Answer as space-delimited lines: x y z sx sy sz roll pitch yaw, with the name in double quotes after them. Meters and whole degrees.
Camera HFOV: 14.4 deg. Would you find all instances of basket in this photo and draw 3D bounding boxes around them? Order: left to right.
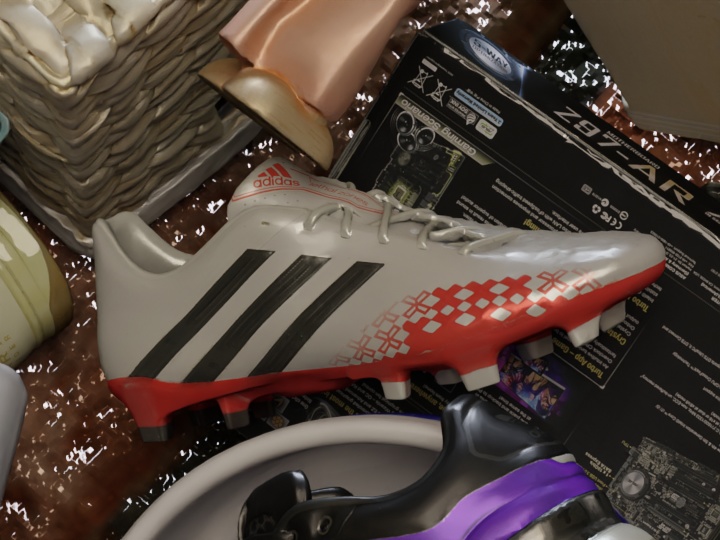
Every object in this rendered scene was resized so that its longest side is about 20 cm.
-0.095 -0.152 1.017 0.198 0.161 0.200 -42 76 -13 "basket"

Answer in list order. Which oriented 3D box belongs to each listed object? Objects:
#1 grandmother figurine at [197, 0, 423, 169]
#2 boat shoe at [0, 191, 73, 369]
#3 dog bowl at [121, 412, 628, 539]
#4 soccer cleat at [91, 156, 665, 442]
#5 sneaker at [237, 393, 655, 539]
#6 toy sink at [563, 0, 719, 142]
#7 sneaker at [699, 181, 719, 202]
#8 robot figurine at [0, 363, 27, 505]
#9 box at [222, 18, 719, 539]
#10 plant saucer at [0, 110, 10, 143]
0.029 -0.127 0.924 0.061 0.121 0.200 38 88 -27 "grandmother figurine"
-0.188 -0.040 1.022 0.063 0.073 0.201 -40 84 -19 "boat shoe"
0.009 0.146 0.925 0.200 0.079 0.200 0 89 10 "dog bowl"
0.000 0.000 0.932 0.200 0.069 0.085 -12 94 24 "soccer cleat"
-0.012 0.115 0.860 0.200 0.070 0.100 -42 75 5 "sneaker"
0.151 -0.120 1.026 0.112 0.200 0.130 12 67 33 "toy sink"
0.133 0.004 1.024 0.200 0.074 0.089 35 59 8 "sneaker"
-0.189 0.058 0.894 0.169 0.113 0.200 0 57 19 "robot figurine"
0.065 0.035 0.974 0.200 0.044 0.160 36 110 10 "box"
-0.201 0.002 0.989 0.070 0.019 0.200 42 104 10 "plant saucer"
